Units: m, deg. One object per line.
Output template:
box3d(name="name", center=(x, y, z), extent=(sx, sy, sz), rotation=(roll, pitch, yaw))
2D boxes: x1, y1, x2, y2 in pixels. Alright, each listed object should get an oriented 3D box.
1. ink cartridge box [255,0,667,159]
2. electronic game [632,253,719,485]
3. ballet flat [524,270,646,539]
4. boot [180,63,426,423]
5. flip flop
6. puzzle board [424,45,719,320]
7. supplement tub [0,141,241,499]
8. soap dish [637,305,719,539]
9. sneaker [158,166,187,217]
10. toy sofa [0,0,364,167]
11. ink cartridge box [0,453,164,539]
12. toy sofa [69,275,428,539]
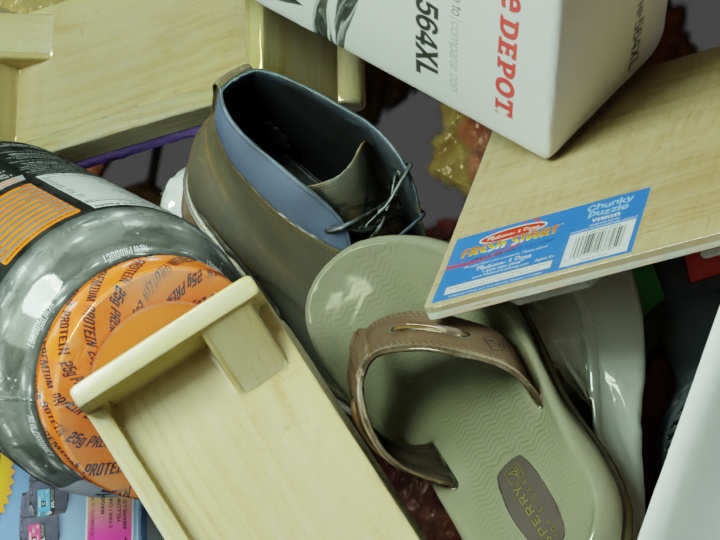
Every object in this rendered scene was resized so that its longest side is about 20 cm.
box3d(name="ink cartridge box", center=(0.019, -0.155, 1.032), extent=(0.200, 0.146, 0.084), rotation=(30, 57, 22))
box3d(name="electronic game", center=(0.147, 0.072, 1.026), extent=(0.200, 0.042, 0.200), rotation=(-11, 73, 40))
box3d(name="ballet flat", center=(0.074, 0.062, 1.030), extent=(0.069, 0.069, 0.200), rotation=(-19, 65, 37))
box3d(name="boot", center=(0.000, 0.000, 1.103), extent=(0.200, 0.097, 0.075), rotation=(40, 65, 17))
box3d(name="flip flop", center=(0.031, 0.051, 0.989), extent=(0.081, 0.058, 0.200), rotation=(-52, 42, 19))
box3d(name="puzzle board", center=(0.130, -0.043, 0.998), extent=(0.200, 0.017, 0.151), rotation=(-16, 27, 25))
box3d(name="supplement tub", center=(-0.124, 0.021, 1.124), extent=(0.200, 0.122, 0.123), rotation=(27, 99, 58))
box3d(name="soap dish", center=(0.176, 0.090, 0.896), extent=(0.157, 0.081, 0.200), rotation=(38, 128, 35))
box3d(name="sneaker", center=(-0.036, 0.031, 1.179), extent=(0.079, 0.074, 0.200), rotation=(-26, 63, 29))
box3d(name="toy sofa", center=(-0.082, -0.094, 1.217), extent=(0.200, 0.098, 0.083), rotation=(-14, 69, 38))
box3d(name="ink cartridge box", center=(-0.147, 0.132, 1.252), extent=(0.200, 0.076, 0.137), rotation=(-12, 72, 41))
box3d(name="toy sofa", center=(-0.019, 0.108, 0.993), extent=(0.083, 0.098, 0.200), rotation=(-33, 79, -1))
